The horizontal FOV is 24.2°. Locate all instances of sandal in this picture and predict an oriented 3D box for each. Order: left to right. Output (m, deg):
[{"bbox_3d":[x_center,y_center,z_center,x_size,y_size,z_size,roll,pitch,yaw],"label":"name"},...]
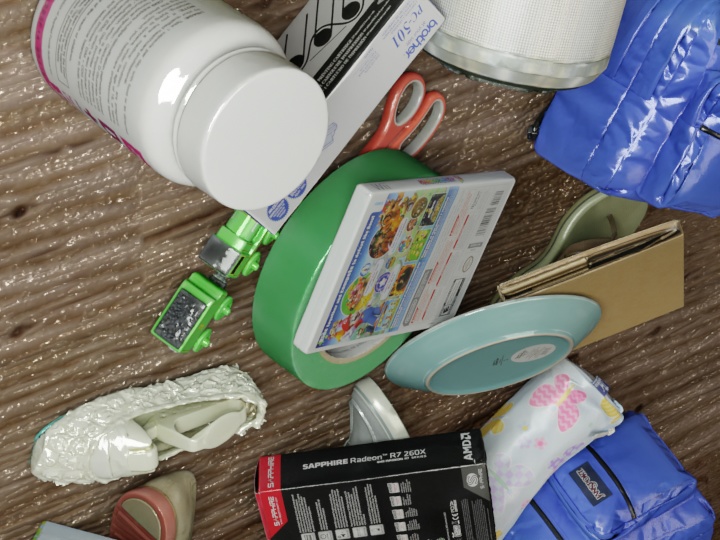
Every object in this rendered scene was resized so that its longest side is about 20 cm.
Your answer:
[{"bbox_3d":[0.201,0.002,1.565,0.201,0.057,0.080,-47,135,-3],"label":"sandal"}]

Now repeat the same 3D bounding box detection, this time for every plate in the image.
[{"bbox_3d":[0.120,0.074,1.480,0.200,0.026,0.200,-13,158,-5],"label":"plate"}]

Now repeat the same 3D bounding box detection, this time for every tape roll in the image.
[{"bbox_3d":[0.000,0.000,1.356,0.200,0.048,0.201,-36,147,-29],"label":"tape roll"}]

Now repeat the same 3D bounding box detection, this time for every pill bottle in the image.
[{"bbox_3d":[-0.116,-0.123,1.073,0.113,0.200,0.114,-23,131,-30],"label":"pill bottle"}]

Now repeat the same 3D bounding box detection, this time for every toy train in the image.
[{"bbox_3d":[-0.093,-0.022,1.277,0.200,0.042,0.056,-57,169,4],"label":"toy train"}]

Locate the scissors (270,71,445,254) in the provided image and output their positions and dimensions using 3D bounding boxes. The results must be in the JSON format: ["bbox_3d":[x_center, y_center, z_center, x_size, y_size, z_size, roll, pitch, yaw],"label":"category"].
[{"bbox_3d":[0.002,-0.074,1.340,0.200,0.014,0.073,-54,146,-14],"label":"scissors"}]

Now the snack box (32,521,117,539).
[{"bbox_3d":[-0.171,0.291,1.324,0.053,0.200,0.142,-65,168,-61],"label":"snack box"}]

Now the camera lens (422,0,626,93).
[{"bbox_3d":[0.127,-0.244,1.248,0.160,0.160,0.200,-9,123,-39],"label":"camera lens"}]

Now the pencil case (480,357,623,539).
[{"bbox_3d":[0.158,0.172,1.608,0.200,0.083,0.091,-45,102,3],"label":"pencil case"}]

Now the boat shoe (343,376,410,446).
[{"bbox_3d":[0.014,0.186,1.510,0.071,0.070,0.201,-27,128,-14],"label":"boat shoe"}]

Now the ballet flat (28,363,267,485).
[{"bbox_3d":[-0.158,0.124,1.311,0.200,0.072,0.072,-20,129,-32],"label":"ballet flat"}]

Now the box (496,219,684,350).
[{"bbox_3d":[0.211,0.024,1.496,0.163,0.021,0.200,-22,158,3],"label":"box"}]

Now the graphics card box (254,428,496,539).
[{"bbox_3d":[0.016,0.209,1.464,0.200,0.051,0.126,-8,125,5],"label":"graphics card box"}]

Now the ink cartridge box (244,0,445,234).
[{"bbox_3d":[-0.036,-0.131,1.223,0.200,0.094,0.044,-52,132,-2],"label":"ink cartridge box"}]

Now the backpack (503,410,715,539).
[{"bbox_3d":[0.229,0.245,1.683,0.200,0.163,0.168,-28,143,-12],"label":"backpack"}]

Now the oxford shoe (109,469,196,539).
[{"bbox_3d":[-0.172,0.252,1.386,0.075,0.070,0.200,-32,149,-53],"label":"oxford shoe"}]

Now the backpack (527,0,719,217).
[{"bbox_3d":[0.278,-0.157,1.437,0.162,0.168,0.200,3,116,-51],"label":"backpack"}]

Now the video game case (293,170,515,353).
[{"bbox_3d":[0.038,-0.010,1.333,0.200,0.018,0.143,-9,129,-53],"label":"video game case"}]
